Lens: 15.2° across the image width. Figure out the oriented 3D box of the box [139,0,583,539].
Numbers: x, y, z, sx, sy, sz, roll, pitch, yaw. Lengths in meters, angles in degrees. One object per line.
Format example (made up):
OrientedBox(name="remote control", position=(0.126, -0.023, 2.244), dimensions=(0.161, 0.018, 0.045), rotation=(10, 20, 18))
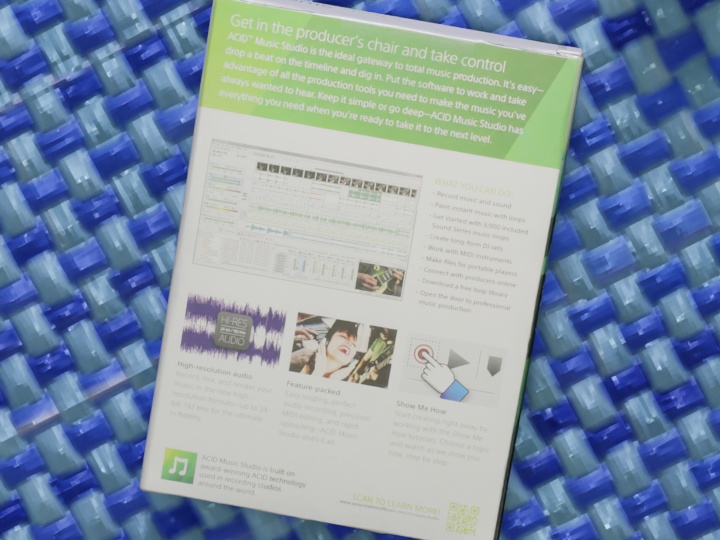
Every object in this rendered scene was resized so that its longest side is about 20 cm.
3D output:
OrientedBox(name="box", position=(0.000, 0.000, 1.049), dimensions=(0.144, 0.036, 0.201), rotation=(10, 102, 2))
